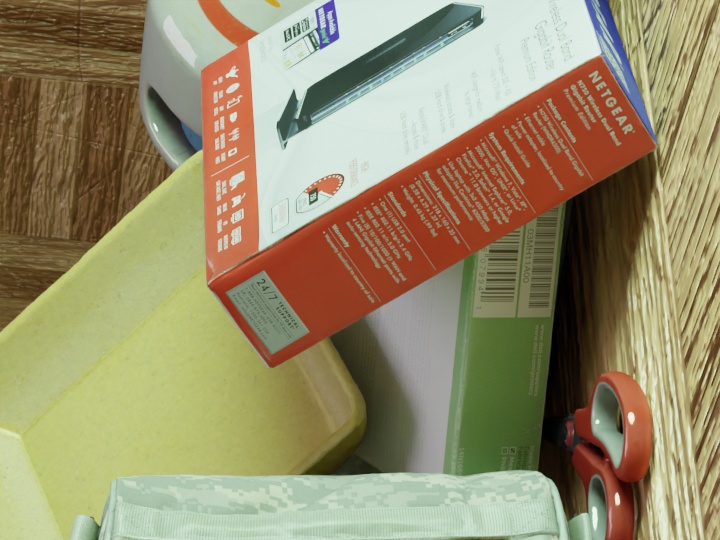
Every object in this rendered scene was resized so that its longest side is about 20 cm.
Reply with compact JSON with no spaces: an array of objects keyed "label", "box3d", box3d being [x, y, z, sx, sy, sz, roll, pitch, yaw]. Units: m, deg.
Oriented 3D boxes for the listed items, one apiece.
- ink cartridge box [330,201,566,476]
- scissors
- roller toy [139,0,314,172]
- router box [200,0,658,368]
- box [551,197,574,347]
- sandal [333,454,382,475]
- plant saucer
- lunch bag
[{"label":"ink cartridge box","box3d":[0.017,0.012,1.186,0.200,0.048,0.147,-155,67,-62]},{"label":"scissors","box3d":[0.091,0.061,1.076,0.200,0.014,0.074,-107,21,-76]},{"label":"roller toy","box3d":[-0.042,-0.131,1.626,0.140,0.181,0.201,103,170,-52]},{"label":"router box","box3d":[0.021,-0.068,1.106,0.049,0.179,0.200,54,-167,-26]},{"label":"box","box3d":[0.060,-0.003,1.269,0.200,0.040,0.138,-108,25,-73]},{"label":"sandal","box3d":[-0.048,0.118,1.288,0.083,0.202,0.050,57,165,20]},{"label":"plant saucer","box3d":[-0.092,0.073,1.223,0.200,0.048,0.200,-41,45,11]},{"label":"lunch bag","box3d":[-0.014,0.148,1.055,0.168,0.198,0.140,94,173,-47]}]
